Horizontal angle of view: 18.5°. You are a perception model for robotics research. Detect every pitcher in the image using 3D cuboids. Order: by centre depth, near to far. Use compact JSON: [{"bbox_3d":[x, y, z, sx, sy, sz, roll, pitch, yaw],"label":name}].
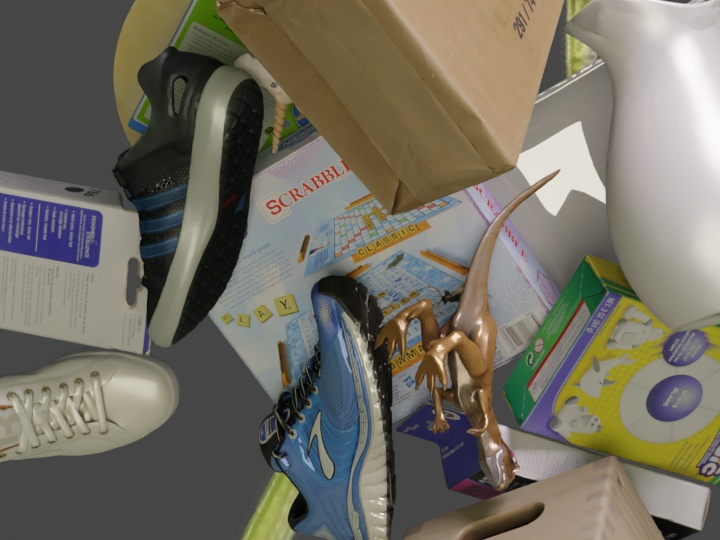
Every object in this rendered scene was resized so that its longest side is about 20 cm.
[{"bbox_3d":[0.227,-0.075,1.357,0.170,0.121,0.201,-12,81,-10],"label":"pitcher"}]

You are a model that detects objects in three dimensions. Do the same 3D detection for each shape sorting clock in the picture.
[{"bbox_3d":[-0.060,-0.121,1.430,0.199,0.039,0.201,3,118,5],"label":"shape sorting clock"}]

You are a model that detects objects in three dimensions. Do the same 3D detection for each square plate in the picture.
[{"bbox_3d":[0.193,-0.051,1.448,0.197,0.028,0.201,-30,104,10],"label":"square plate"}]

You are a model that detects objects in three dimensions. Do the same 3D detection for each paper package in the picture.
[{"bbox_3d":[0.026,-0.170,1.296,0.103,0.201,0.191,-15,131,33],"label":"paper package"}]

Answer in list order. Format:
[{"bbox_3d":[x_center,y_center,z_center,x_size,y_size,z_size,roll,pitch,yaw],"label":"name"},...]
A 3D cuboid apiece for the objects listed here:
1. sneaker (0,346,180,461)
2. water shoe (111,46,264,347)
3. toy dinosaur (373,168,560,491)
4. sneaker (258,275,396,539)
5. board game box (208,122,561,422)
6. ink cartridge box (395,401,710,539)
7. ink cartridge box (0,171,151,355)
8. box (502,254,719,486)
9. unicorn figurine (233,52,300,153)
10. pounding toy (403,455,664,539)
[{"bbox_3d":[-0.220,0.102,1.485,0.199,0.085,0.073,-9,105,4],"label":"sneaker"},{"bbox_3d":[-0.114,-0.048,1.377,0.079,0.071,0.201,27,122,17],"label":"water shoe"},{"bbox_3d":[0.067,0.036,1.385,0.060,0.106,0.201,9,99,43],"label":"toy dinosaur"},{"bbox_3d":[-0.024,0.096,1.427,0.088,0.079,0.201,1,118,4],"label":"sneaker"},{"bbox_3d":[0.000,0.000,1.441,0.199,0.041,0.200,-28,110,19],"label":"board game box"},{"bbox_3d":[0.123,0.138,1.469,0.199,0.095,0.037,19,72,-7],"label":"ink cartridge box"},{"bbox_3d":[-0.222,-0.011,1.456,0.199,0.039,0.100,12,107,11],"label":"ink cartridge box"},{"bbox_3d":[0.205,0.072,1.440,0.199,0.048,0.118,16,118,-28],"label":"box"},{"bbox_3d":[-0.065,-0.192,1.340,0.137,0.074,0.201,24,83,-18],"label":"unicorn figurine"},{"bbox_3d":[0.152,0.222,1.421,0.199,0.142,0.185,-22,112,24],"label":"pounding toy"}]
